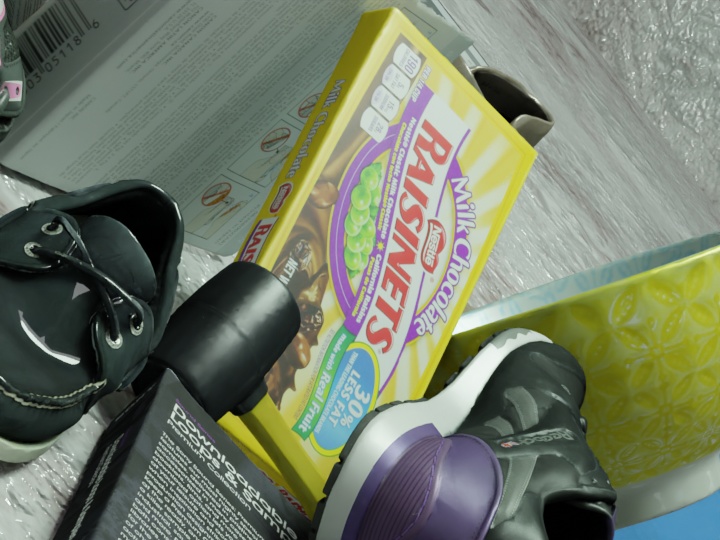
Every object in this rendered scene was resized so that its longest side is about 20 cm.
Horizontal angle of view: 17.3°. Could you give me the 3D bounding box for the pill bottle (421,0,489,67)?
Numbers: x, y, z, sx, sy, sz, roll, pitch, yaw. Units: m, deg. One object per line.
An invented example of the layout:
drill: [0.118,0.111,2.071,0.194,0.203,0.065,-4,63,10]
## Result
pill bottle: [-0.007,-0.139,1.419,0.201,0.116,0.116,55,14,19]

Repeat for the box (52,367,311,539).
box: [-0.040,0.122,0.768,0.143,0.036,0.200,49,14,-9]

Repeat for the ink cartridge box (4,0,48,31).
ink cartridge box: [-0.121,-0.183,1.064,0.083,0.145,0.201,-3,41,-23]

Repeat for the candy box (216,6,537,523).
candy box: [0.000,0.000,0.972,0.102,0.026,0.201,43,59,-31]

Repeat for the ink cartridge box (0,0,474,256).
ink cartridge box: [-0.055,-0.090,1.017,0.050,0.162,0.200,54,13,22]

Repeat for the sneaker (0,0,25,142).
sneaker: [-0.153,-0.074,0.847,0.087,0.080,0.200,56,15,-24]

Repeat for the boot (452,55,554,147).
boot: [0.040,-0.037,1.223,0.070,0.146,0.200,53,13,23]

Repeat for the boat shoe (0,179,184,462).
boat shoe: [-0.099,0.007,0.815,0.075,0.066,0.199,50,13,0]

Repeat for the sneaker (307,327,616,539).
sneaker: [0.059,0.084,0.884,0.087,0.076,0.200,25,22,17]

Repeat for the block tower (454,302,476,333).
block tower: [0.069,0.068,1.240,0.200,0.054,0.058,36,20,-46]

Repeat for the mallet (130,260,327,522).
mallet: [-0.008,0.084,0.911,0.200,0.041,0.066,50,55,-22]

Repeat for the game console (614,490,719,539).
game console: [0.129,0.118,1.124,0.170,0.118,0.201,31,21,-39]

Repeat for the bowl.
bowl: [0.111,0.057,1.072,0.200,0.199,0.108,-24,96,-77]
